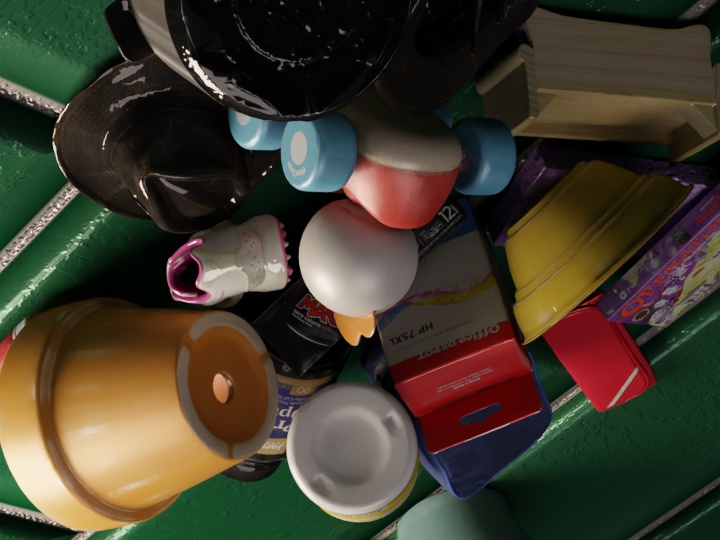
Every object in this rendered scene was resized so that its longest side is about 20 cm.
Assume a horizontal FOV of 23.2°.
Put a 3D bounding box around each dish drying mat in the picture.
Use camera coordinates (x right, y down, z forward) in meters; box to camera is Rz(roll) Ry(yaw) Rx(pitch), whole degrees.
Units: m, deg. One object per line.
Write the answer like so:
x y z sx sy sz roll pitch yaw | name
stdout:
0.248 0.086 1.819 0.076 0.018 0.200 -25 142 13 | dish drying mat

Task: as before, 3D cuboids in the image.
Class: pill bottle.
-0.086 0.108 1.645 0.111 0.112 0.201 2 139 -22 | pill bottle
-0.003 0.167 1.572 0.113 0.115 0.200 -15 169 -1 | pill bottle

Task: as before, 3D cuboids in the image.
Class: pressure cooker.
-0.069 -0.203 1.196 0.175 0.200 0.180 14 101 -25 | pressure cooker

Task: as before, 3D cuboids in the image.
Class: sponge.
0.225 -0.059 1.616 0.198 0.030 0.112 4 139 -26 | sponge

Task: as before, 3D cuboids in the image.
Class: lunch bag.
0.085 0.105 1.686 0.136 0.132 0.200 -38 144 -10 | lunch bag

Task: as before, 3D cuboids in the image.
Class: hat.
0.061 -0.217 1.284 0.200 0.081 0.201 -42 158 -21 | hat
-0.148 -0.082 1.407 0.199 0.081 0.201 -9 143 -7 | hat

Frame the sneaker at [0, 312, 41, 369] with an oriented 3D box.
-0.273 0.121 1.626 0.112 0.072 0.200 -37 131 19 | sneaker

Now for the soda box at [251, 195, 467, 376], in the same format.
0.000 0.000 1.507 0.200 0.063 0.071 -44 179 0 | soda box

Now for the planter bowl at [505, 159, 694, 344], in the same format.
0.184 -0.034 1.498 0.200 0.084 0.200 -44 179 -1 | planter bowl

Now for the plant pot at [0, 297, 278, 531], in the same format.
-0.177 0.112 1.498 0.182 0.202 0.200 -14 150 38 | plant pot

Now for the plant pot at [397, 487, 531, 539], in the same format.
0.127 0.357 1.976 0.198 0.189 0.201 -10 142 -8 | plant pot

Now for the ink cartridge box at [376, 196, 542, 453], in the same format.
0.077 0.048 1.554 0.115 0.201 0.067 -23 145 9 | ink cartridge box

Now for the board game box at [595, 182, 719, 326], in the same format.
0.326 -0.021 1.666 0.120 0.032 0.200 10 131 -47 | board game box

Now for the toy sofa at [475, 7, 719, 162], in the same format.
0.202 -0.152 1.463 0.198 0.098 0.083 2 164 -22 | toy sofa

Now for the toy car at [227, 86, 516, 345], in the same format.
-0.006 -0.042 1.385 0.183 0.177 0.202 0 113 -34 | toy car

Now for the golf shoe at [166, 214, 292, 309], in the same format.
-0.132 -0.004 1.468 0.091 0.076 0.200 -13 176 -27 | golf shoe
